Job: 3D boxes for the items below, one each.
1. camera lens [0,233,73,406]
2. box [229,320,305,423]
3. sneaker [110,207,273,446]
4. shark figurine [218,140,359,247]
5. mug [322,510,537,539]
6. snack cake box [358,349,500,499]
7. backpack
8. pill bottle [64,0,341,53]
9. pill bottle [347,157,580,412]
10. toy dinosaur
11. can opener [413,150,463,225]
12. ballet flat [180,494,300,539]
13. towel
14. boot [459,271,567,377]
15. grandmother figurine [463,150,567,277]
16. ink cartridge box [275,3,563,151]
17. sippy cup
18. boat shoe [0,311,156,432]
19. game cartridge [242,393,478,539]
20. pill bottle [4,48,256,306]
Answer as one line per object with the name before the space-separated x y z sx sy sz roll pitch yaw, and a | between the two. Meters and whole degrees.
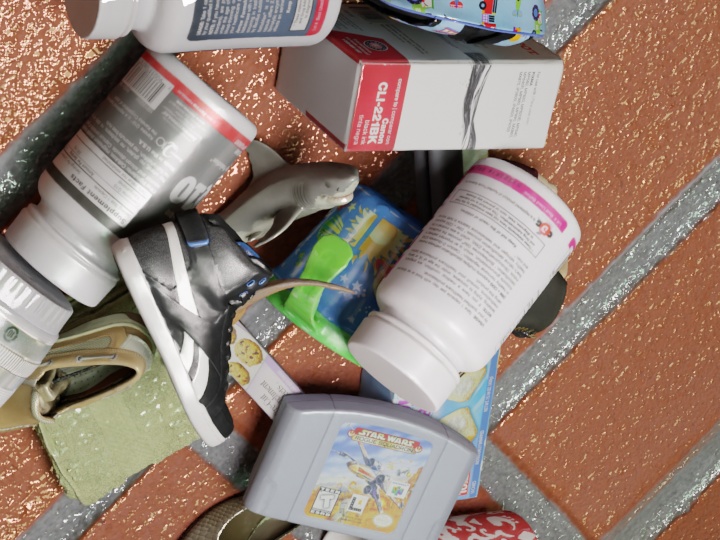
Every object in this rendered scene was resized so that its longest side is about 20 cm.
camera lens | -0.347 0.058 1.475 0.200 0.160 0.160 -47 128 0
box | -0.112 0.071 1.694 0.041 0.039 0.200 -40 128 -3
sneaker | -0.112 0.044 1.501 0.112 0.073 0.200 -25 120 -5
shark figurine | -0.101 -0.064 1.623 0.214 0.128 0.090 -24 97 10
mug | 0.062 0.309 1.891 0.200 0.177 0.134 -5 81 -33
snack cake box | 0.062 0.128 1.807 0.115 0.067 0.200 -7 118 -28
backpack | 0.066 -0.263 1.518 0.182 0.200 0.135 7 111 -32
pill bottle | -0.126 -0.232 1.474 0.200 0.120 0.120 -7 118 -28
pill bottle | 0.085 0.013 1.577 0.200 0.113 0.113 -52 129 -14
toy dinosaur | -0.114 0.028 1.574 0.106 0.060 0.200 -2 161 -46
can opener | 0.082 -0.054 1.695 0.066 0.053 0.200 -29 134 -18
ballet flat | -0.089 0.240 1.793 0.200 0.046 0.067 -30 125 -13
towel | -0.227 0.102 1.647 0.148 0.036 0.200 -30 124 -13
boot | 0.122 0.054 1.698 0.200 0.077 0.138 -53 144 -11
grandmother figurine | 0.122 -0.060 1.751 0.121 0.061 0.200 -35 124 -7
ink cartridge box | 0.050 -0.166 1.595 0.200 0.144 0.084 -4 118 -28
sippy cup | 0.000 0.000 1.657 0.140 0.178 0.130 33 97 -18
boat shoe | -0.264 0.096 1.541 0.200 0.076 0.072 -25 119 17
game cartridge | 0.004 0.185 1.751 0.200 0.042 0.133 15 115 -21
pill bottle | -0.188 -0.075 1.525 0.200 0.114 0.114 -50 128 2
